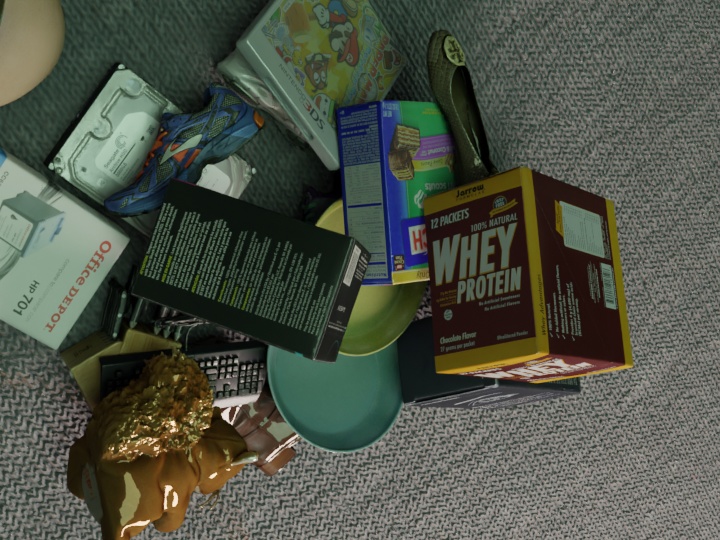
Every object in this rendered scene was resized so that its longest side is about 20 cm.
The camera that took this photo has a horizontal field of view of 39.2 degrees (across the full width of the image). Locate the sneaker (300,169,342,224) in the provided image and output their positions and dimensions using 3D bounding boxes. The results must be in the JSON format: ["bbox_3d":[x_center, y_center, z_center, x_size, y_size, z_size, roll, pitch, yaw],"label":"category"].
[{"bbox_3d":[-0.062,-0.045,1.224,0.200,0.074,0.088,-46,108,-22],"label":"sneaker"}]

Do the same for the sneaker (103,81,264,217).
[{"bbox_3d":[-0.200,-0.128,1.091,0.200,0.075,0.079,-42,104,-18],"label":"sneaker"}]

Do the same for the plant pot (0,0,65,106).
[{"bbox_3d":[-0.362,-0.239,0.965,0.134,0.199,0.202,6,102,-65],"label":"plant pot"}]

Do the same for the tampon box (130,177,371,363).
[{"bbox_3d":[-0.107,0.003,1.049,0.198,0.150,0.128,19,87,8],"label":"tampon box"}]

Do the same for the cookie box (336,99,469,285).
[{"bbox_3d":[0.062,-0.089,1.168,0.170,0.075,0.203,-7,94,-45],"label":"cookie box"}]

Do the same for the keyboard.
[{"bbox_3d":[-0.196,0.102,1.140,0.198,0.021,0.129,-5,106,-31],"label":"keyboard"}]

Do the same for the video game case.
[{"bbox_3d":[-0.037,-0.248,1.154,0.182,0.023,0.201,52,50,-29],"label":"video game case"}]

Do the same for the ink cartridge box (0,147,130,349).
[{"bbox_3d":[-0.366,-0.034,1.054,0.199,0.086,0.147,35,85,-28],"label":"ink cartridge box"}]

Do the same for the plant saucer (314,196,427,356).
[{"bbox_3d":[0.000,0.000,1.205,0.198,0.031,0.203,-10,106,-39],"label":"plant saucer"}]

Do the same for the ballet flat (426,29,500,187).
[{"bbox_3d":[0.121,-0.174,1.146,0.067,0.046,0.202,-22,101,-45],"label":"ballet flat"}]

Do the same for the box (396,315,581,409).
[{"bbox_3d":[0.164,0.113,1.282,0.199,0.147,0.106,12,68,-48],"label":"box"}]

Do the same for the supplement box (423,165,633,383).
[{"bbox_3d":[0.187,0.014,1.123,0.199,0.132,0.200,12,70,-46],"label":"supplement box"}]

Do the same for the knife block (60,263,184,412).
[{"bbox_3d":[-0.242,0.099,1.162,0.174,0.064,0.202,-29,114,-18],"label":"knife block"}]

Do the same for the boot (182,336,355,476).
[{"bbox_3d":[-0.124,0.129,1.236,0.200,0.064,0.187,44,79,-24],"label":"boot"}]

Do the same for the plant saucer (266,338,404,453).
[{"bbox_3d":[-0.033,0.121,1.231,0.198,0.036,0.202,9,72,-31],"label":"plant saucer"}]

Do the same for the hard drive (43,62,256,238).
[{"bbox_3d":[-0.231,-0.116,1.131,0.200,0.038,0.140,38,84,-28],"label":"hard drive"}]

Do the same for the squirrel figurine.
[{"bbox_3d":[-0.201,0.190,1.084,0.185,0.141,0.202,-11,123,-34],"label":"squirrel figurine"}]

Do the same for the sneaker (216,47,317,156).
[{"bbox_3d":[-0.065,-0.204,1.173,0.200,0.078,0.100,40,80,-30],"label":"sneaker"}]
